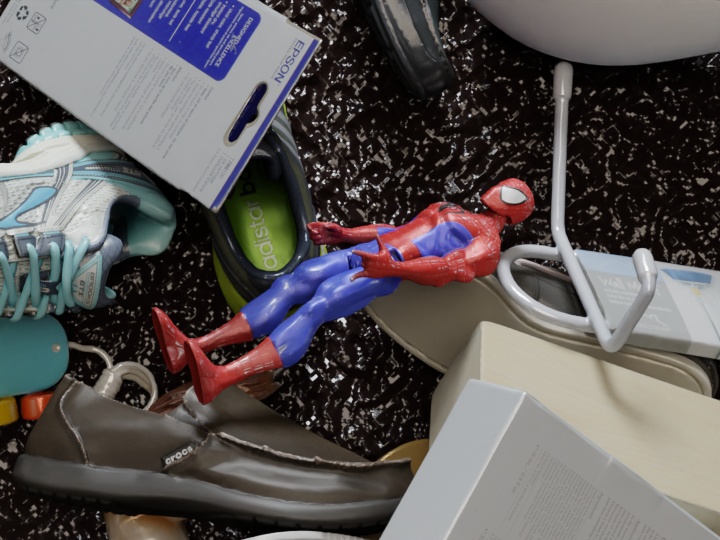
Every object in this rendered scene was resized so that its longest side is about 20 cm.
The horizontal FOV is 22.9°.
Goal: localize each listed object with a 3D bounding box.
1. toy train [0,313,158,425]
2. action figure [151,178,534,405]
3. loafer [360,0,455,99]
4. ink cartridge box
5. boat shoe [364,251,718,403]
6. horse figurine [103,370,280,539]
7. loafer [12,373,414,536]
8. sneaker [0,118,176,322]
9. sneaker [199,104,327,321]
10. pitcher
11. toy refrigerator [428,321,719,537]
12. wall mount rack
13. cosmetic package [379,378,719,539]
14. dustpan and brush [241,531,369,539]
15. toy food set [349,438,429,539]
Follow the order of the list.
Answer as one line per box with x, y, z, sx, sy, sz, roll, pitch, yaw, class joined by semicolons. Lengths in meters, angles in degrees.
-0.203;0.101;0.903;0.150;0.056;0.200;48;68;-21;toy train
0.000;0.000;0.861;0.199;0.065;0.052;-22;115;-21;action figure
0.022;-0.192;0.964;0.070;0.068;0.201;-16;77;2;loafer
-0.101;-0.108;0.896;0.200;0.039;0.100;36;94;36;ink cartridge box
0.092;0.029;0.940;0.199;0.057;0.067;21;118;3;boat shoe
-0.087;0.142;0.903;0.132;0.050;0.201;4;81;-10;horse figurine
-0.065;0.085;0.850;0.199;0.073;0.072;7;77;1;loafer
-0.162;-0.013;0.860;0.086;0.078;0.200;33;37;16;sneaker
-0.063;-0.069;0.927;0.074;0.081;0.201;-22;82;-8;sneaker
0.167;-0.171;0.952;0.199;0.172;0.122;12;112;14;pitcher
0.135;0.102;0.887;0.199;0.070;0.076;19;43;-13;toy refrigerator
0.166;-0.022;0.926;0.199;0.075;0.174;9;37;-21;wall mount rack
0.063;0.172;0.784;0.151;0.052;0.200;36;77;-25;cosmetic package
0.036;0.191;0.829;0.199;0.057;0.140;7;73;-40;dustpan and brush
0.049;0.201;0.891;0.200;0.049;0.198;39;71;-5;toy food set
